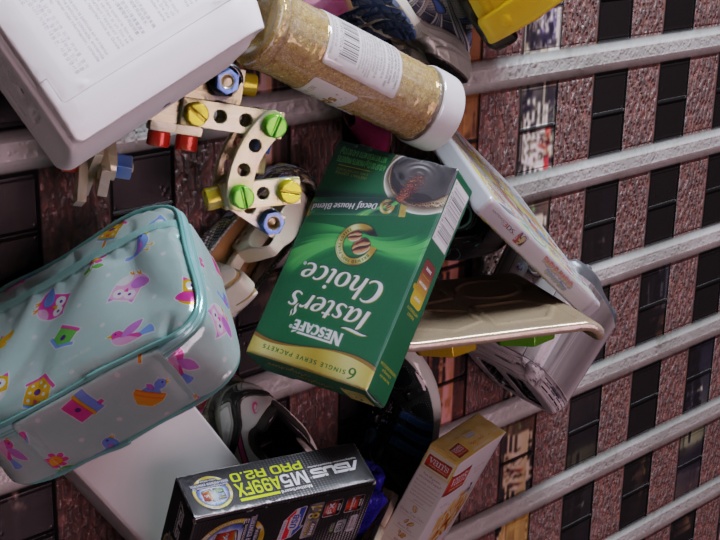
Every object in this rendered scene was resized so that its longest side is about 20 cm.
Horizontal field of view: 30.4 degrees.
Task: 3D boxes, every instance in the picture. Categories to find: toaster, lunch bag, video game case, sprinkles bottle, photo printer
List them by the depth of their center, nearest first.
[{"bbox_3d":[-0.173,-0.189,0.924,0.199,0.069,0.167,-39,97,-29],"label":"photo printer"},{"bbox_3d":[-0.191,0.047,0.938,0.198,0.161,0.077,-27,133,5],"label":"lunch bag"},{"bbox_3d":[-0.006,-0.160,1.065,0.198,0.068,0.069,21,89,-37],"label":"sprinkles bottle"},{"bbox_3d":[0.126,-0.064,1.211,0.023,0.201,0.182,-41,129,12],"label":"video game case"},{"bbox_3d":[0.187,0.061,1.375,0.130,0.113,0.200,-58,152,-8],"label":"toaster"}]

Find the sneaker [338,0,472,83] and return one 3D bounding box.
[{"bbox_3d":[0.039,-0.243,1.169,0.199,0.076,0.086,32,71,-53],"label":"sneaker"}]

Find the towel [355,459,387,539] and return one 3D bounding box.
[{"bbox_3d":[-0.062,0.261,1.186,0.146,0.050,0.201,-11,139,-43],"label":"towel"}]

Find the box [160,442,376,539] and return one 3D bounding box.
[{"bbox_3d":[-0.087,0.235,1.068,0.158,0.044,0.202,-7,133,-31],"label":"box"}]

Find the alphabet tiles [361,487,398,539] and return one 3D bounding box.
[{"bbox_3d":[-0.019,0.298,1.229,0.201,0.014,0.197,-62,178,-46],"label":"alphabet tiles"}]

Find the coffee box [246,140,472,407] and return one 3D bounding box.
[{"bbox_3d":[0.000,0.000,1.080,0.202,0.122,0.044,-66,151,-15],"label":"coffee box"}]

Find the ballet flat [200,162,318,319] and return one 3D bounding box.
[{"bbox_3d":[-0.100,-0.010,1.100,0.201,0.072,0.072,-53,134,-17],"label":"ballet flat"}]

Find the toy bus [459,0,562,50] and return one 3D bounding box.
[{"bbox_3d":[0.122,-0.315,1.172,0.135,0.200,0.193,-34,102,18],"label":"toy bus"}]

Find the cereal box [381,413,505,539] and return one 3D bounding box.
[{"bbox_3d":[0.059,0.239,1.254,0.202,0.039,0.144,-63,163,17],"label":"cereal box"}]

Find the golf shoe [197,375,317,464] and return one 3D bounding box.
[{"bbox_3d":[-0.071,0.175,1.177,0.073,0.091,0.201,-53,135,-21],"label":"golf shoe"}]

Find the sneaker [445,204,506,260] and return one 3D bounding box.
[{"bbox_3d":[0.093,-0.045,1.275,0.198,0.079,0.077,9,95,-48],"label":"sneaker"}]

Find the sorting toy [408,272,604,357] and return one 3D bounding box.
[{"bbox_3d":[0.093,0.041,1.181,0.197,0.185,0.037,-1,103,-15],"label":"sorting toy"}]

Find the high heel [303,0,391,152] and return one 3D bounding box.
[{"bbox_3d":[-0.038,-0.162,1.133,0.095,0.068,0.202,-28,127,-7],"label":"high heel"}]

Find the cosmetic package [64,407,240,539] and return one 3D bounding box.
[{"bbox_3d":[-0.183,0.139,1.056,0.108,0.084,0.201,-47,133,-21],"label":"cosmetic package"}]

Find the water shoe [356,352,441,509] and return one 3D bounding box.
[{"bbox_3d":[0.033,0.160,1.288,0.079,0.071,0.203,-31,124,-36],"label":"water shoe"}]

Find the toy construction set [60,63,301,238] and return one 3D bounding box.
[{"bbox_3d":[-0.136,-0.097,1.008,0.198,0.092,0.133,4,100,-35],"label":"toy construction set"}]
